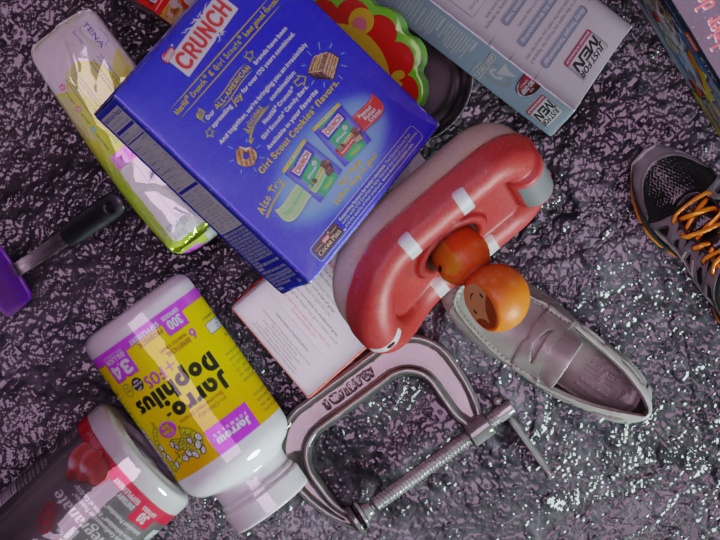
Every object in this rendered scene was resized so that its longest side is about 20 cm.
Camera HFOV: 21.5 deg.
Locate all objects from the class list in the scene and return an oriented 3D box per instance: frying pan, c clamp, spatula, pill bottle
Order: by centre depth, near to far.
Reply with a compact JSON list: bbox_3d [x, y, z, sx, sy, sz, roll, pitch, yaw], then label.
[{"bbox_3d":[-0.248,-0.019,1.519,0.199,0.021,0.057,-30,94,39],"label":"spatula"},{"bbox_3d":[-0.129,0.111,1.544,0.104,0.104,0.201,-35,93,1],"label":"pill bottle"},{"bbox_3d":[-0.246,0.213,1.545,0.200,0.111,0.111,-42,93,2],"label":"pill bottle"},{"bbox_3d":[-0.001,-0.164,1.564,0.188,0.031,0.116,7,84,6],"label":"frying pan"},{"bbox_3d":[0.038,0.148,1.586,0.199,0.027,0.172,-30,93,1],"label":"c clamp"}]

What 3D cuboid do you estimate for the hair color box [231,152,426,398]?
[{"bbox_3d":[0.000,0.000,1.561,0.200,0.061,0.102,-40,93,2],"label":"hair color box"}]

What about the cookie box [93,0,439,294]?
[{"bbox_3d":[-0.070,-0.114,1.425,0.200,0.075,0.171,44,68,-10],"label":"cookie box"}]

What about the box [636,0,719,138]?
[{"bbox_3d":[0.270,-0.190,1.516,0.038,0.137,0.201,-32,93,1],"label":"box"}]

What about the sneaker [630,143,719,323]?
[{"bbox_3d":[0.294,-0.019,1.556,0.078,0.077,0.201,-37,91,3],"label":"sneaker"}]

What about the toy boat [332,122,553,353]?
[{"bbox_3d":[0.078,-0.006,1.455,0.200,0.131,0.131,-40,66,1],"label":"toy boat"}]

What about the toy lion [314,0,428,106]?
[{"bbox_3d":[-0.044,-0.172,1.528,0.190,0.069,0.202,-12,93,14],"label":"toy lion"}]

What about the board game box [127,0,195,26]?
[{"bbox_3d":[-0.140,-0.304,1.505,0.151,0.046,0.201,32,89,38],"label":"board game box"}]

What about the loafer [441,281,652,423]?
[{"bbox_3d":[0.156,0.061,1.544,0.199,0.070,0.070,29,93,-14],"label":"loafer"}]

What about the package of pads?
[{"bbox_3d":[-0.178,-0.106,1.505,0.068,0.155,0.201,-37,92,-3],"label":"package of pads"}]

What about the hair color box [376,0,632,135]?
[{"bbox_3d":[0.109,-0.213,1.535,0.199,0.061,0.099,37,67,-2],"label":"hair color box"}]
